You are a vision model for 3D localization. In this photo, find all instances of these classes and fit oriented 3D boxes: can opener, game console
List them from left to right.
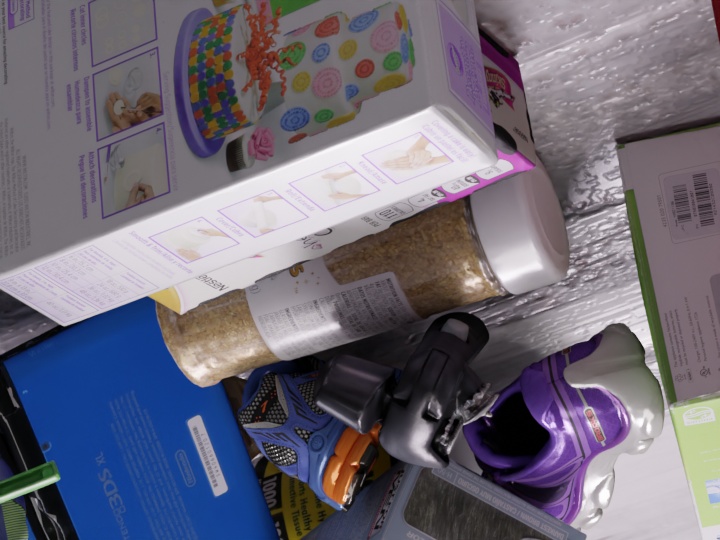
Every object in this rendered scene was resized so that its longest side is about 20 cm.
[{"bbox_3d":[-0.159,0.107,1.257,0.170,0.118,0.201,-27,118,-17],"label":"game console"},{"bbox_3d":[0.037,0.047,1.146,0.064,0.079,0.200,-57,173,14],"label":"can opener"}]

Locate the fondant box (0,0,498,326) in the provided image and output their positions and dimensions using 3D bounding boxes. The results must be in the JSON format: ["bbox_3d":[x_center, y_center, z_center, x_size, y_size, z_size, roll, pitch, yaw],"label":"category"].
[{"bbox_3d":[-0.054,-0.079,0.907,0.199,0.145,0.058,-20,149,23],"label":"fondant box"}]

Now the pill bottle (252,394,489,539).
[{"bbox_3d":[0.034,0.134,1.354,0.199,0.113,0.112,-22,149,24],"label":"pill bottle"}]

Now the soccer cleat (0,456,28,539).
[{"bbox_3d":[-0.218,0.169,1.208,0.064,0.084,0.200,-6,146,-28],"label":"soccer cleat"}]

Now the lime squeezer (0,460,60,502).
[{"bbox_3d":[-0.240,0.110,1.068,0.199,0.038,0.071,2,121,-30],"label":"lime squeezer"}]

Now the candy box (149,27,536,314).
[{"bbox_3d":[-0.042,-0.059,1.036,0.199,0.061,0.136,-22,149,26],"label":"candy box"}]

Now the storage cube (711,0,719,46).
[{"bbox_3d":[0.267,-0.076,0.952,0.200,0.180,0.171,21,141,-40],"label":"storage cube"}]

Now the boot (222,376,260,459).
[{"bbox_3d":[-0.120,0.117,1.364,0.199,0.073,0.166,-20,164,14],"label":"boot"}]

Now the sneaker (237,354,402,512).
[{"bbox_3d":[-0.022,0.071,1.234,0.078,0.076,0.200,31,179,0],"label":"sneaker"}]

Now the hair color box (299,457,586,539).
[{"bbox_3d":[0.028,0.165,1.222,0.099,0.061,0.200,29,152,-9],"label":"hair color box"}]

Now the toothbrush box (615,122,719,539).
[{"bbox_3d":[0.191,0.036,1.176,0.086,0.146,0.200,-13,152,9],"label":"toothbrush box"}]

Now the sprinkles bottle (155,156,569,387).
[{"bbox_3d":[0.000,0.000,1.145,0.199,0.068,0.068,-18,150,19],"label":"sprinkles bottle"}]

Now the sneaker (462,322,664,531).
[{"bbox_3d":[0.085,0.084,1.187,0.083,0.081,0.200,-11,155,-16],"label":"sneaker"}]
